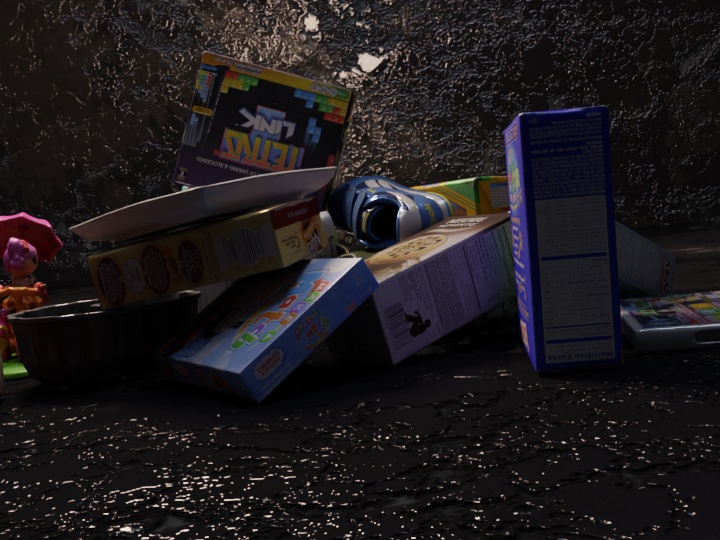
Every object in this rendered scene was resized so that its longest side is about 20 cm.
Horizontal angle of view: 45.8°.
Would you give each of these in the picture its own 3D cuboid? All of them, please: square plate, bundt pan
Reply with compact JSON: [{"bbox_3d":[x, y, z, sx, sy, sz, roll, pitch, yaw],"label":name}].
[{"bbox_3d":[-0.151,-0.062,0.841,0.197,0.029,0.197,-11,5,37],"label":"square plate"},{"bbox_3d":[-0.262,0.071,0.892,0.197,0.077,0.202,-6,3,0],"label":"bundt pan"}]

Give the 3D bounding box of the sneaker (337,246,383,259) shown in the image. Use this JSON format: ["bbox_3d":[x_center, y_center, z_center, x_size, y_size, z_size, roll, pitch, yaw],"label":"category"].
[{"bbox_3d":[0.000,0.000,1.017,0.088,0.069,0.200,-4,8,-7],"label":"sneaker"}]

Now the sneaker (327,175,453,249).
[{"bbox_3d":[0.017,-0.068,1.003,0.081,0.076,0.198,-16,18,-38],"label":"sneaker"}]

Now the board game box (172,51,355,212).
[{"bbox_3d":[-0.121,-0.167,1.078,0.196,0.169,0.057,15,1,5],"label":"board game box"}]

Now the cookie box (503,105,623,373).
[{"bbox_3d":[0.171,-0.029,0.736,0.074,0.205,0.171,-4,5,6],"label":"cookie box"}]

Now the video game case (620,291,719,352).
[{"bbox_3d":[0.331,0.043,0.785,0.178,0.024,0.200,-5,5,10],"label":"video game case"}]

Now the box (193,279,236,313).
[{"bbox_3d":[-0.177,0.034,1.121,0.196,0.107,0.184,-5,4,2],"label":"box"}]

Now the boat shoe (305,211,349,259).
[{"bbox_3d":[-0.041,-0.002,1.086,0.069,0.071,0.201,-30,-29,-10],"label":"boat shoe"}]

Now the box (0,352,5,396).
[{"bbox_3d":[-0.386,0.079,0.732,0.125,0.111,0.200,-8,4,-18],"label":"box"}]

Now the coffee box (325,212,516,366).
[{"bbox_3d":[0.063,0.014,0.854,0.198,0.081,0.112,-26,14,-32],"label":"coffee box"}]

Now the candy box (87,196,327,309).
[{"bbox_3d":[-0.143,-0.017,0.813,0.196,0.056,0.115,-12,6,20],"label":"candy box"}]

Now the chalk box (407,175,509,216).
[{"bbox_3d":[0.114,-0.046,1.059,0.123,0.127,0.198,-8,5,-41],"label":"chalk box"}]

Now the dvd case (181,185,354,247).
[{"bbox_3d":[-0.123,-0.072,1.124,0.197,0.022,0.145,12,5,-33],"label":"dvd case"}]

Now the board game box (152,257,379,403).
[{"bbox_3d":[-0.092,0.048,0.781,0.151,0.037,0.199,-43,23,-26],"label":"board game box"}]

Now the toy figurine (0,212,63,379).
[{"bbox_3d":[-0.414,0.024,1.038,0.147,0.188,0.200,-7,4,-14],"label":"toy figurine"}]

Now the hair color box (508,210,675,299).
[{"bbox_3d":[0.254,-0.012,0.936,0.198,0.062,0.098,21,-15,-42],"label":"hair color box"}]

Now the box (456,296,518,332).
[{"bbox_3d":[0.102,0.042,1.024,0.135,0.041,0.198,-11,6,-39],"label":"box"}]
